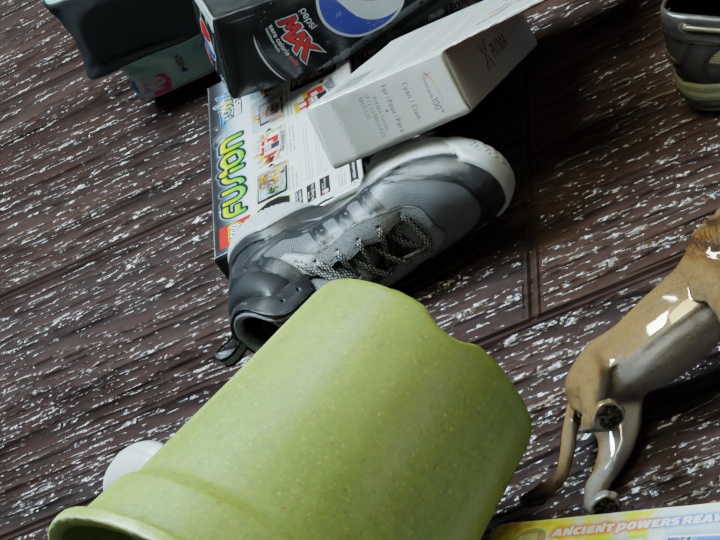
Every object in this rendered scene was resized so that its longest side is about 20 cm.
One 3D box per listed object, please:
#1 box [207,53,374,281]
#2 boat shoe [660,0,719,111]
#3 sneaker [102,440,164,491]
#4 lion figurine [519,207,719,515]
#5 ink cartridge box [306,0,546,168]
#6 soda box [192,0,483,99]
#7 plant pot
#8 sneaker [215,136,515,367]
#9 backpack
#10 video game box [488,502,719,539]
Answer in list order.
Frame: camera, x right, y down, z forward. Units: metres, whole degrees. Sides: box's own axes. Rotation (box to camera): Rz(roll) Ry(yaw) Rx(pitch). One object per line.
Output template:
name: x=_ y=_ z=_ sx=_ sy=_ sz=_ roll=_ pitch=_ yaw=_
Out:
box: x=-0.042 y=-0.076 z=1.724 sx=0.110 sy=0.035 sz=0.201 roll=-26 pitch=34 yaw=14
boat shoe: x=0.257 y=-0.148 z=1.505 sx=0.199 sy=0.073 sz=0.075 roll=-18 pitch=37 yaw=26
sneaker: x=-0.092 y=0.151 z=1.448 sx=0.080 sy=0.071 sz=0.200 roll=-49 pitch=35 yaw=-15
lion figurine: x=0.156 y=0.037 z=1.366 sx=0.199 sy=0.073 sz=0.123 roll=-34 pitch=25 yaw=11
ink cartridge box: x=0.075 y=-0.134 z=1.606 sx=0.175 sy=0.045 sz=0.200 roll=-23 pitch=9 yaw=21
soda box: x=-0.007 y=-0.183 z=1.745 sx=0.199 sy=0.064 sz=0.071 roll=-20 pitch=36 yaw=-9
plant pot: x=-0.018 y=0.112 z=1.300 sx=0.200 sy=0.201 sz=0.185 roll=9 pitch=55 yaw=48
sneaker: x=0.000 y=0.000 z=1.555 sx=0.199 sy=0.076 sz=0.114 roll=-22 pitch=35 yaw=31
backpack: x=-0.128 y=-0.232 z=1.894 sx=0.177 sy=0.151 sz=0.201 roll=-23 pitch=42 yaw=14
video game box: x=0.125 y=0.188 z=1.221 sx=0.199 sy=0.047 sz=0.183 roll=-9 pitch=43 yaw=35
